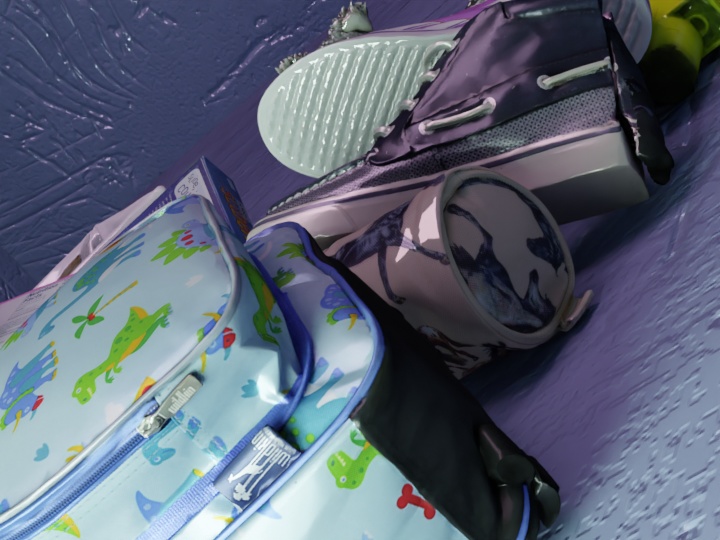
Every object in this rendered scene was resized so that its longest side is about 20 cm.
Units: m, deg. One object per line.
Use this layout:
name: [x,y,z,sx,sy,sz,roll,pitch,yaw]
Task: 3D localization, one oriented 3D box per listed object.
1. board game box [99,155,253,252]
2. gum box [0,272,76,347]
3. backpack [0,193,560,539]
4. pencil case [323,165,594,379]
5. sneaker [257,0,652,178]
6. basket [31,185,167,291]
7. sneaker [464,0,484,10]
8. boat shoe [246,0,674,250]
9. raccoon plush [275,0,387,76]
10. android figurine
board game box: [-0.120,0.027,1.116,0.135,0.034,0.200,-41,38,12]
gum box: [-0.139,0.061,0.964,0.199,0.114,0.066,-18,26,40]
backpack: [-0.065,0.081,0.572,0.200,0.147,0.183,-47,21,3]
pencil case: [0.003,0.032,0.734,0.200,0.089,0.078,-32,26,38]
sneaker: [0.050,-0.102,0.858,0.199,0.073,0.114,-14,16,10]
basket: [-0.184,0.036,1.323,0.136,0.123,0.200,-47,12,-22]
sneaker: [0.157,-0.192,1.025,0.199,0.085,0.077,-32,6,-3]
boat shoe: [0.038,-0.059,0.768,0.199,0.093,0.075,-14,-20,16]
raccoon plush: [-0.002,-0.106,1.153,0.097,0.134,0.200,-47,11,-13]
android figurine: [0.155,-0.129,0.915,0.182,0.041,0.200,-38,14,32]
